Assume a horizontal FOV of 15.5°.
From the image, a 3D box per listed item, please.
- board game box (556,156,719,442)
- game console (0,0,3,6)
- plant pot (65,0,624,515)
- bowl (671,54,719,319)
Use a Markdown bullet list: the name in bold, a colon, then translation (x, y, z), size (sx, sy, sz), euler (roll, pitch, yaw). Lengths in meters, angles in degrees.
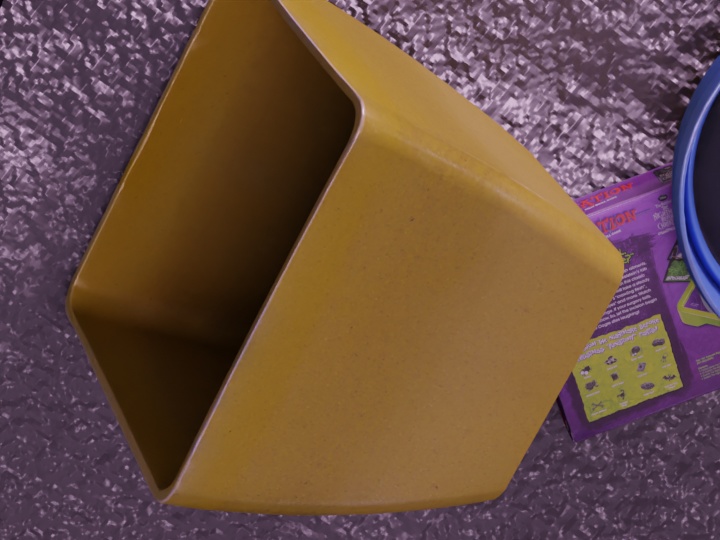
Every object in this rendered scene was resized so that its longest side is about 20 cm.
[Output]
- **board game box**: translation (0.181, -0.001, 1.334), size (0.200, 0.032, 0.120), euler (-20, 118, -1)
- **game console**: translation (-0.181, -0.167, 1.103), size (0.200, 0.119, 0.173), euler (-13, 115, -52)
- **plant pot**: translation (0.000, 0.000, 1.227), size (0.176, 0.200, 0.200), euler (19, 108, -28)
- **bowl**: translation (0.247, -0.048, 1.291), size (0.200, 0.039, 0.201), euler (-4, 113, -8)
